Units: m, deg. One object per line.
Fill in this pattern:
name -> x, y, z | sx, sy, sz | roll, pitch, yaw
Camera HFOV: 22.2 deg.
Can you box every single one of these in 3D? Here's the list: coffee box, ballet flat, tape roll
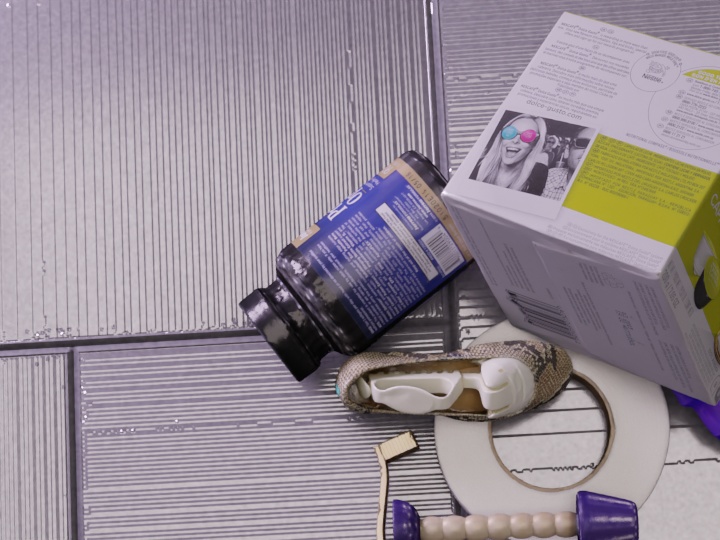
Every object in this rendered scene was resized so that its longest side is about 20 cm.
coffee box -> 0.221, -0.051, 1.457 | 0.199, 0.200, 0.198 | 21, 68, 34
ballet flat -> 0.078, 0.097, 1.512 | 0.199, 0.075, 0.068 | -2, 102, 2
tape roll -> 0.162, 0.134, 1.558 | 0.202, 0.037, 0.204 | -1, 80, 3

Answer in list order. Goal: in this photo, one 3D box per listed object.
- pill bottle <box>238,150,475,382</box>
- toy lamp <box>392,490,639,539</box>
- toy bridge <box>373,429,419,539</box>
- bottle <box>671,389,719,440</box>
pill bottle -> 0.000, 0.000, 1.552 | 0.200, 0.112, 0.112 | -38, 80, -4
toy lamp -> 0.127, 0.211, 1.502 | 0.199, 0.058, 0.059 | -3, 80, 5
toy bridge -> 0.053, 0.240, 1.551 | 0.067, 0.027, 0.201 | -23, 80, 1
bottle -> 0.327, 0.108, 1.527 | 0.199, 0.065, 0.084 | 31, 77, -1
